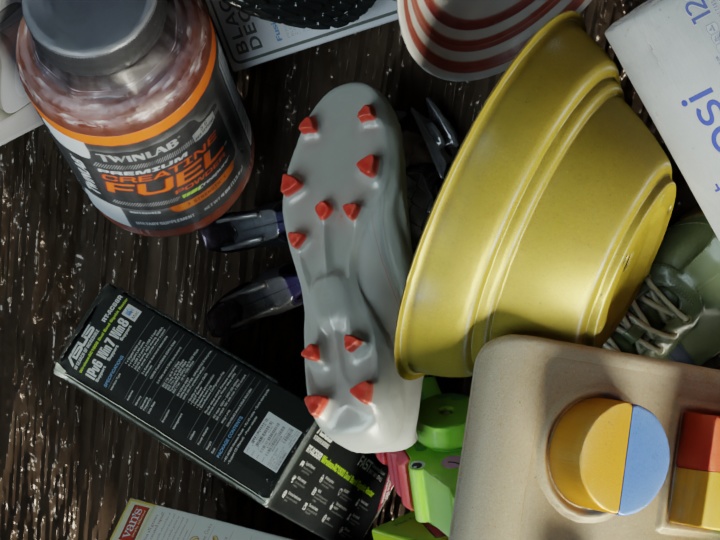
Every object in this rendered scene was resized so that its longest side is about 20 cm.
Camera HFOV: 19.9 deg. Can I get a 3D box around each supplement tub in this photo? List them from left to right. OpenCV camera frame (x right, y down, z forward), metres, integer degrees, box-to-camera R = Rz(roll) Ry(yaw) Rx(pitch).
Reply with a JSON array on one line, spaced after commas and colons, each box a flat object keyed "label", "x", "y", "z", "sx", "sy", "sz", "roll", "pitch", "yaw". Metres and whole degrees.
[{"label": "supplement tub", "x": -0.123, "y": -0.101, "z": 1.109, "sx": 0.107, "sy": 0.107, "sz": 0.200, "roll": 32, "pitch": 166, "yaw": 18}]

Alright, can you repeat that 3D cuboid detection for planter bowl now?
[{"label": "planter bowl", "x": 0.100, "y": -0.019, "z": 1.011, "sx": 0.083, "sy": 0.200, "sz": 0.201, "roll": 26, "pitch": 124, "yaw": 16}]

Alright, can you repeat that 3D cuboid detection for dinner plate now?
[{"label": "dinner plate", "x": 0.081, "y": -0.179, "z": 0.946, "sx": 0.024, "sy": 0.200, "sz": 0.201, "roll": 37, "pitch": 129, "yaw": 30}]

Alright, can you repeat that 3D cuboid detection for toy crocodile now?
[{"label": "toy crocodile", "x": 0.030, "y": 0.087, "z": 1.147, "sx": 0.200, "sy": 0.061, "sz": 0.068, "roll": -116, "pitch": 16, "yaw": -55}]

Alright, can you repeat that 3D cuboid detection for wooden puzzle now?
[{"label": "wooden puzzle", "x": 0.139, "y": 0.135, "z": 0.982, "sx": 0.046, "sy": 0.199, "sz": 0.186, "roll": 2, "pitch": 83, "yaw": 66}]

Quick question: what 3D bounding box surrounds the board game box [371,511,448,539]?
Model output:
[{"label": "board game box", "x": 0.102, "y": 0.157, "z": 1.106, "sx": 0.200, "sy": 0.101, "sz": 0.048, "roll": 5, "pitch": 113, "yaw": 59}]

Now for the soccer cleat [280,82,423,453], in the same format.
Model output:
[{"label": "soccer cleat", "x": 0.000, "y": 0.000, "z": 1.095, "sx": 0.069, "sy": 0.078, "sz": 0.201, "roll": -10, "pitch": 70, "yaw": 26}]

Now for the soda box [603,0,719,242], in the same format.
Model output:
[{"label": "soda box", "x": 0.203, "y": -0.053, "z": 1.007, "sx": 0.068, "sy": 0.063, "sz": 0.201, "roll": -27, "pitch": 95, "yaw": 39}]

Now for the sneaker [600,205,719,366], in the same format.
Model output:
[{"label": "sneaker", "x": 0.137, "y": 0.048, "z": 1.085, "sx": 0.067, "sy": 0.090, "sz": 0.200, "roll": 46, "pitch": 130, "yaw": 7}]

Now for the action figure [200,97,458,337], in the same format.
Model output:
[{"label": "action figure", "x": 0.001, "y": -0.020, "z": 1.161, "sx": 0.199, "sy": 0.069, "sz": 0.131, "roll": -18, "pitch": 83, "yaw": 34}]

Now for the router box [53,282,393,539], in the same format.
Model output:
[{"label": "router box", "x": -0.071, "y": 0.089, "z": 1.192, "sx": 0.149, "sy": 0.200, "sz": 0.062, "roll": 29, "pitch": 83, "yaw": 19}]

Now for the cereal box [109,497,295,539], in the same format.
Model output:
[{"label": "cereal box", "x": -0.042, "y": 0.207, "z": 1.276, "sx": 0.199, "sy": 0.040, "sz": 0.144, "roll": 11, "pitch": 153, "yaw": 30}]

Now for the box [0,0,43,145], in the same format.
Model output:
[{"label": "box", "x": -0.191, "y": -0.177, "z": 1.134, "sx": 0.096, "sy": 0.200, "sz": 0.177, "roll": 32, "pitch": 126, "yaw": 18}]

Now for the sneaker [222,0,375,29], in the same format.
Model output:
[{"label": "sneaker", "x": -0.007, "y": -0.185, "z": 1.020, "sx": 0.075, "sy": 0.088, "sz": 0.200, "roll": 22, "pitch": 159, "yaw": -26}]

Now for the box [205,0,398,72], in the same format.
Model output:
[{"label": "box", "x": 0.000, "y": -0.187, "z": 1.086, "sx": 0.199, "sy": 0.060, "sz": 0.117, "roll": -11, "pitch": 105, "yaw": 38}]
